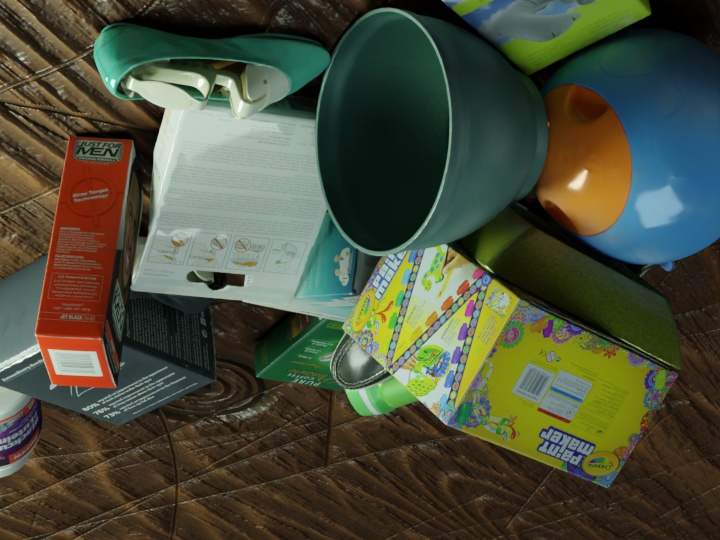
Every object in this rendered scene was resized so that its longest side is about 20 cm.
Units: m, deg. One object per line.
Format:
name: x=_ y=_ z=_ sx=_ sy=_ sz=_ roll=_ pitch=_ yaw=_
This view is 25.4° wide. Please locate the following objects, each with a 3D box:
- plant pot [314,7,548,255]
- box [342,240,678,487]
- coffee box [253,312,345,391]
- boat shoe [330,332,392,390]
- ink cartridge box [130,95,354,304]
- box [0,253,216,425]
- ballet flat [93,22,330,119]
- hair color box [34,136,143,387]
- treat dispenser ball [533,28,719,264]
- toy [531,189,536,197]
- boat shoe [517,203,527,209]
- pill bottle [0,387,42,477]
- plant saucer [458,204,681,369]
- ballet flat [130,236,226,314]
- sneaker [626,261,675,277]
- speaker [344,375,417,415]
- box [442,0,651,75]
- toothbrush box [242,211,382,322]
plant pot: x=0.070 y=-0.113 z=1.328 sx=0.134 sy=0.200 sz=0.200 roll=-2 pitch=152 yaw=-33
box: x=0.128 y=0.069 z=1.390 sx=0.200 sy=0.193 sz=0.122 roll=24 pitch=100 yaw=-35
coffee box: x=-0.019 y=0.067 z=1.767 sx=0.123 sy=0.044 sz=0.200 roll=10 pitch=145 yaw=-33
boat shoe: x=0.045 y=0.058 z=1.644 sx=0.200 sy=0.074 sz=0.060 roll=-35 pitch=179 yaw=14
ink cartridge box: x=-0.109 y=-0.067 z=1.426 sx=0.162 sy=0.050 sz=0.200 roll=5 pitch=126 yaw=-24
box: x=-0.269 y=0.068 z=1.639 sx=0.148 sy=0.104 sz=0.200 roll=-25 pitch=147 yaw=28
ballet flat: x=-0.119 y=-0.156 z=1.310 sx=0.200 sy=0.070 sz=0.067 roll=2 pitch=149 yaw=-20
hair color box: x=-0.235 y=-0.008 z=1.405 sx=0.061 sy=0.200 sz=0.102 roll=3 pitch=151 yaw=0
treat dispenser ball: x=0.242 y=-0.105 z=1.365 sx=0.201 sy=0.201 sz=0.201 roll=-7 pitch=151 yaw=-4
toy: x=0.188 y=-0.102 z=1.516 sx=0.200 sy=0.047 sz=0.115 roll=-4 pitch=150 yaw=-10
boat shoe: x=0.119 y=-0.049 z=1.581 sx=0.071 sy=0.072 sz=0.200 roll=18 pitch=168 yaw=17
pill bottle: x=-0.404 y=0.151 z=1.745 sx=0.111 sy=0.111 sz=0.200 roll=-3 pitch=151 yaw=-10
plant saucer: x=0.181 y=-0.003 z=1.404 sx=0.200 sy=0.200 sz=0.048 roll=27 pitch=99 yaw=-15
ballet flat: x=-0.205 y=-0.005 z=1.565 sx=0.073 sy=0.073 sz=0.200 roll=-27 pitch=153 yaw=30
sneaker: x=0.246 y=-0.005 z=1.675 sx=0.200 sy=0.078 sz=0.075 roll=-30 pitch=144 yaw=33
speaker: x=0.082 y=0.090 z=1.711 sx=0.200 sy=0.088 sz=0.088 roll=-20 pitch=149 yaw=15
box: x=0.132 y=-0.237 z=1.260 sx=0.122 sy=0.048 sz=0.200 roll=-25 pitch=148 yaw=26
toothbrush box: x=0.000 y=0.000 z=1.536 sx=0.146 sy=0.085 sz=0.200 roll=12 pitch=169 yaw=-32
